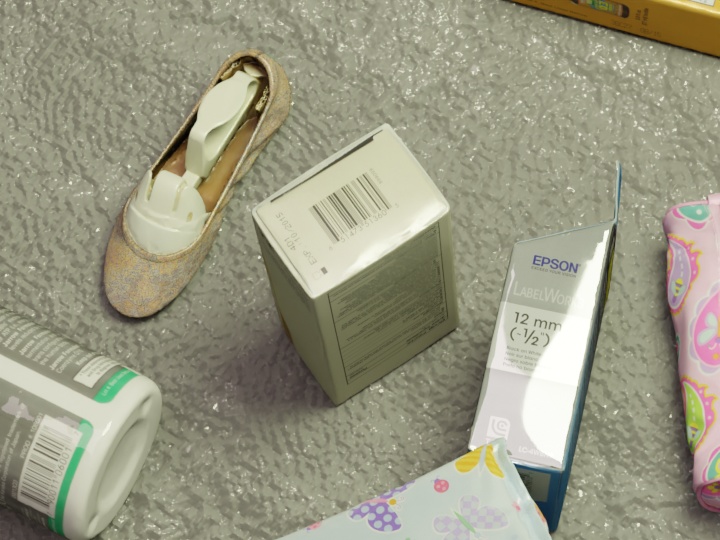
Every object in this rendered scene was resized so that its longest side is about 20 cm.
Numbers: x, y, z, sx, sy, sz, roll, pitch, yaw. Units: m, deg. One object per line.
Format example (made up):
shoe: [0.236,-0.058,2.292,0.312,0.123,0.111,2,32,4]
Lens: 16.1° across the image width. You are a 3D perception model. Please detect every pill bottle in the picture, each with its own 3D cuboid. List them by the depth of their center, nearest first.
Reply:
pill bottle: [-0.235,0.080,1.608,0.199,0.113,0.114,26,73,11]

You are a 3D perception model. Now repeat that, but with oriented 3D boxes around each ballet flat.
ballet flat: [-0.113,-0.064,1.679,0.068,0.067,0.201,25,73,11]

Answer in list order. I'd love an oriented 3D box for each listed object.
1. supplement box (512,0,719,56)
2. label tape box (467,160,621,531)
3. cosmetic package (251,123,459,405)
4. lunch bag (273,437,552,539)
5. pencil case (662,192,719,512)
supplement box: [0.192,-0.199,1.715,0.198,0.067,0.069,14,71,7]
label tape box: [0.115,0.045,1.587,0.066,0.143,0.202,10,71,6]
cosmetic package: [0.000,0.000,1.579,0.105,0.200,0.071,-32,70,-10]
lunch bag: [0.049,0.222,1.496,0.168,0.201,0.128,-22,49,-4]
pencil case: [0.240,0.052,1.611,0.087,0.088,0.202,-3,69,2]
